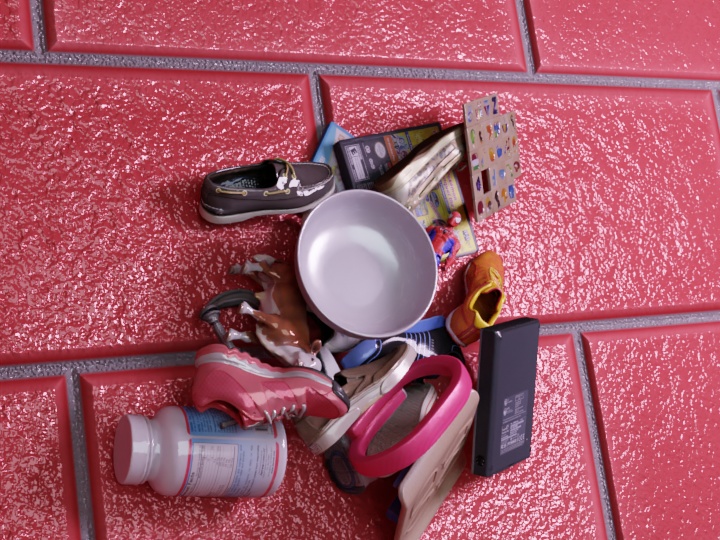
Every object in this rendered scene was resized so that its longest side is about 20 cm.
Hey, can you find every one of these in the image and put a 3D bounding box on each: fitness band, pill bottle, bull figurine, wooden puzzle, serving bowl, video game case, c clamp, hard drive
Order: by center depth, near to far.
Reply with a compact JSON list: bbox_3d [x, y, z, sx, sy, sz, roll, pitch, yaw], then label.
[{"bbox_3d":[-0.198,0.223,1.528,0.197,0.108,0.111,7,74,-26],"label":"pill bottle"},{"bbox_3d":[-0.143,0.103,1.585,0.169,0.027,0.201,-4,53,-41],"label":"c clamp"},{"bbox_3d":[0.061,0.186,1.591,0.200,0.142,0.038,-48,118,-33],"label":"fitness band"},{"bbox_3d":[-0.109,0.060,1.591,0.120,0.065,0.202,22,36,-24],"label":"bull figurine"},{"bbox_3d":[0.000,0.000,1.624,0.197,0.066,0.203,8,67,-20],"label":"serving bowl"},{"bbox_3d":[0.089,0.266,1.646,0.046,0.201,0.186,27,60,18],"label":"wooden puzzle"},{"bbox_3d":[0.204,0.173,1.730,0.139,0.032,0.204,-9,104,-56],"label":"hard drive"},{"bbox_3d":[0.009,-0.101,1.777,0.198,0.018,0.145,32,65,-17],"label":"video game case"},{"bbox_3d":[0.067,-0.103,1.784,0.178,0.025,0.203,-13,83,-30],"label":"video game case"}]

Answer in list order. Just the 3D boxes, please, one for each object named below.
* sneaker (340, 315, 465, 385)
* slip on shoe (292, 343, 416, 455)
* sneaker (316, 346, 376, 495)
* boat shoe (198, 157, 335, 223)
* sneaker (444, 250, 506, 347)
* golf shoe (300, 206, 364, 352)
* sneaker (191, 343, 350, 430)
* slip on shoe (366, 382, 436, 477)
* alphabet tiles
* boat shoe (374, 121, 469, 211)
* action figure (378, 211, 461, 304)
[{"bbox_3d":[0.064,0.121,1.701,0.198,0.070,0.079,-16,66,-39],"label":"sneaker"},{"bbox_3d":[-0.007,0.151,1.593,0.200,0.076,0.061,-42,91,-24],"label":"slip on shoe"},{"bbox_3d":[-0.023,0.195,1.663,0.086,0.074,0.203,-23,95,-43],"label":"sneaker"},{"bbox_3d":[-0.120,-0.116,1.666,0.198,0.061,0.072,-16,49,-25],"label":"boat shoe"},{"bbox_3d":[0.184,0.036,1.779,0.073,0.077,0.201,45,36,-17],"label":"sneaker"},{"bbox_3d":[-0.050,0.015,1.685,0.096,0.078,0.203,-22,87,-24],"label":"golf shoe"},{"bbox_3d":[-0.112,0.159,1.496,0.197,0.074,0.088,15,58,-4],"label":"sneaker"},{"bbox_3d":[0.064,0.221,1.657,0.062,0.073,0.200,70,25,-16],"label":"slip on shoe"},{"bbox_3d":[0.197,-0.174,1.830,0.199,0.007,0.170,-28,113,-60],"label":"alphabet tiles"},{"bbox_3d":[0.102,-0.148,1.762,0.199,0.073,0.063,-39,104,-28],"label":"boat shoe"},{"bbox_3d":[0.092,-0.010,1.718,0.065,0.052,0.201,25,54,12],"label":"action figure"}]
